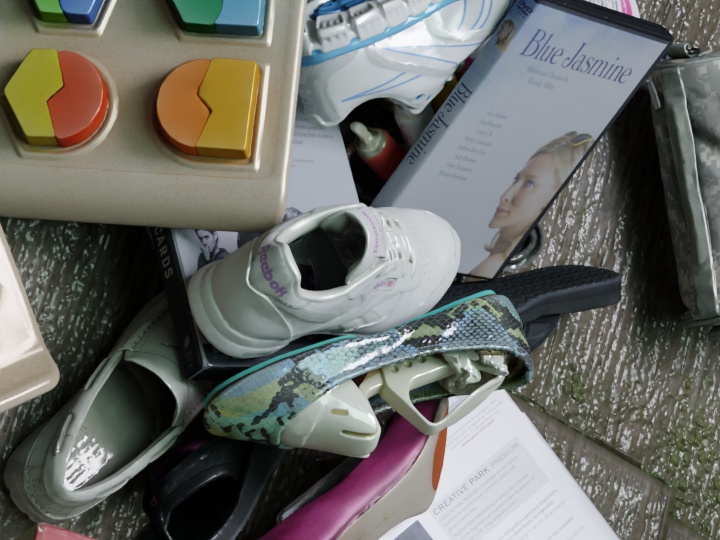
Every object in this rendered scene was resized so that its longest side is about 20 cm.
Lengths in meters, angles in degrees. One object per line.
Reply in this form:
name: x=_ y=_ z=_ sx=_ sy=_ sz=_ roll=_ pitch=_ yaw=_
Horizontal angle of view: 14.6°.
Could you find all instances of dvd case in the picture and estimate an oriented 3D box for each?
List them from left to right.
dvd case: x=-0.060 y=-0.032 z=1.630 sx=0.150 sy=0.025 sz=0.200 roll=2 pitch=65 yaw=-41
dvd case: x=0.092 y=-0.080 z=1.705 sx=0.143 sy=0.200 sz=0.018 roll=10 pitch=32 yaw=-50

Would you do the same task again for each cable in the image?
cable: x=0.051 y=-0.048 z=1.749 sx=0.097 sy=0.050 sz=0.200 roll=-44 pitch=128 yaw=-7

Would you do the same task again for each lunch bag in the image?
lunch bag: x=0.277 y=-0.058 z=1.900 sx=0.168 sy=0.139 sz=0.200 roll=-5 pitch=85 yaw=-41

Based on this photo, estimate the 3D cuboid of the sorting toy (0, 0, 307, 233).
sorting toy: x=-0.126 y=-0.126 z=1.573 sx=0.185 sy=0.036 sz=0.200 roll=4 pitch=79 yaw=5

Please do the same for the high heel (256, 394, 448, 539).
high heel: x=-0.011 y=0.123 z=1.605 sx=0.200 sy=0.096 sz=0.067 roll=-63 pitch=159 yaw=-51

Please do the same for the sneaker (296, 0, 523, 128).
sneaker: x=0.042 y=-0.142 z=1.655 sx=0.200 sy=0.075 sz=0.087 roll=-21 pitch=121 yaw=-18

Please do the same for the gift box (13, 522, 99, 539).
gift box: x=-0.134 y=0.257 z=1.470 sx=0.200 sy=0.187 sz=0.185 roll=26 pitch=64 yaw=-17

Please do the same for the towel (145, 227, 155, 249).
towel: x=-0.078 y=-0.067 z=1.683 sx=0.152 sy=0.023 sz=0.200 roll=-27 pitch=100 yaw=-40

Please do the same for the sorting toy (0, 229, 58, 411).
sorting toy: x=-0.271 y=0.001 z=1.498 sx=0.185 sy=0.036 sz=0.200 roll=-25 pitch=94 yaw=-40

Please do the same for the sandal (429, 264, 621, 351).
sandal: x=0.091 y=0.034 z=1.777 sx=0.200 sy=0.075 sz=0.048 roll=-10 pitch=106 yaw=-40

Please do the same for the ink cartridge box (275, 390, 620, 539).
ink cartridge box: x=0.045 y=0.179 z=1.691 sx=0.200 sy=0.084 sz=0.176 roll=-35 pitch=89 yaw=-38

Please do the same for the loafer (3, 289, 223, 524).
loafer: x=-0.117 y=0.068 z=1.584 sx=0.070 sy=0.070 sz=0.200 roll=50 pitch=60 yaw=-16

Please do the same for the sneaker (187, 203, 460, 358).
sneaker: x=0.000 y=0.000 z=1.576 sx=0.200 sy=0.100 sz=0.075 roll=-17 pitch=78 yaw=-47

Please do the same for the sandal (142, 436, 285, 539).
sandal: x=-0.086 y=0.111 z=1.608 sx=0.048 sy=0.075 sz=0.200 roll=50 pitch=46 yaw=-18

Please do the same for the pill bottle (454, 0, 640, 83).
pill bottle: x=0.070 y=-0.163 z=1.763 sx=0.200 sy=0.113 sz=0.114 roll=18 pitch=71 yaw=-36

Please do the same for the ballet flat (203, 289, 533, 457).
ballet flat: x=0.011 y=0.067 z=1.574 sx=0.200 sy=0.074 sz=0.074 roll=-20 pitch=96 yaw=-21
